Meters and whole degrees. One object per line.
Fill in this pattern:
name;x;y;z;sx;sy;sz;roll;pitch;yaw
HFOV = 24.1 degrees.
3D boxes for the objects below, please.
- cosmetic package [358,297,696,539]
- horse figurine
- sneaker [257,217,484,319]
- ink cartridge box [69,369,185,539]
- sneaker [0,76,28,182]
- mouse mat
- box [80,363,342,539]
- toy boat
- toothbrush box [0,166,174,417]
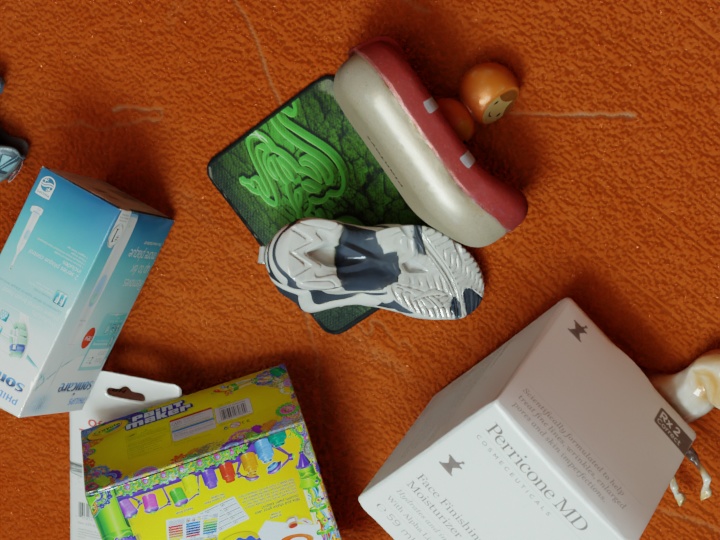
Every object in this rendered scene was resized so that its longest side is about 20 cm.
cosmetic package;0.140;0.165;1.421;0.165;0.165;0.200;46;133;-3
horse figurine;0.295;0.120;1.435;0.200;0.050;0.133;-32;81;41
sneaker;0.000;0.000;1.476;0.198;0.129;0.080;4;88;-24
ink cartridge box;-0.214;0.178;1.613;0.115;0.067;0.202;10;113;12
sneaker;-0.369;-0.169;1.531;0.095;0.079;0.201;-22;111;13
mouse mat;-0.026;-0.055;1.501;0.160;0.008;0.201;-34;97;25
box;-0.128;0.220;1.522;0.198;0.122;0.194;-17;114;-4
toy boat;0.077;-0.121;1.396;0.130;0.131;0.201;-36;98;-4
toothbrush box;-0.263;0.021;1.486;0.085;0.146;0.201;28;93;12
